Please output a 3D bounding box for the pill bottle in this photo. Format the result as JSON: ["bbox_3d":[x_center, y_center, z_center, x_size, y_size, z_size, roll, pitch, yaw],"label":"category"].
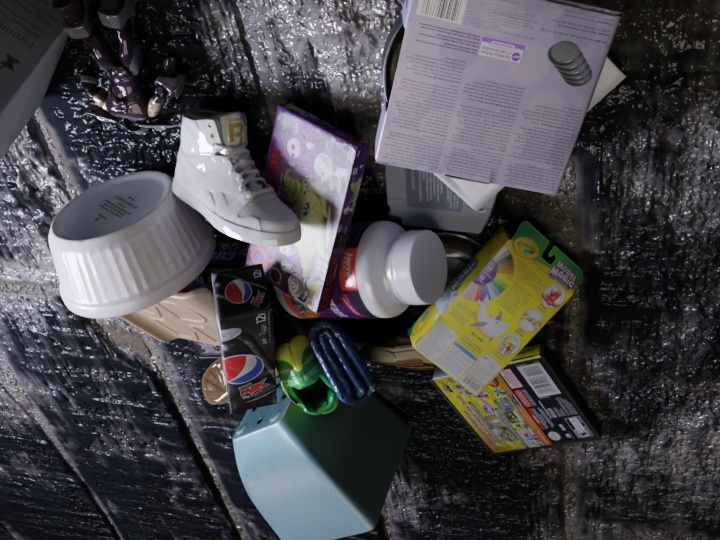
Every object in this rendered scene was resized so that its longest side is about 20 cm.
[{"bbox_3d":[0.000,0.000,1.068,0.197,0.113,0.112,-3,136,37],"label":"pill bottle"}]

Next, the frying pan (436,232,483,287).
[{"bbox_3d":[0.078,0.004,1.136,0.186,0.031,0.116,-6,132,21],"label":"frying pan"}]

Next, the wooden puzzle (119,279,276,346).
[{"bbox_3d":[-0.227,0.050,1.165,0.196,0.047,0.185,2,156,31],"label":"wooden puzzle"}]

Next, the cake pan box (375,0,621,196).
[{"bbox_3d":[0.116,-0.174,0.831,0.195,0.053,0.188,9,122,-5],"label":"cake pan box"}]

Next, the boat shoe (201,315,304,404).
[{"bbox_3d":[-0.139,0.122,1.246,0.199,0.073,0.064,-34,155,33],"label":"boat shoe"}]

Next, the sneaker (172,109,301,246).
[{"bbox_3d":[-0.138,-0.111,0.993,0.198,0.073,0.118,29,122,32],"label":"sneaker"}]

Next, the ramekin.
[{"bbox_3d":[-0.284,-0.040,1.093,0.198,0.204,0.096,-3,125,22],"label":"ramekin"}]

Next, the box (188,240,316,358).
[{"bbox_3d":[-0.173,0.043,1.248,0.195,0.050,0.201,-1,135,21],"label":"box"}]

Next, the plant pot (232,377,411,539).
[{"bbox_3d":[-0.076,0.264,1.352,0.194,0.197,0.200,-26,115,39],"label":"plant pot"}]

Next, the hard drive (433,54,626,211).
[{"bbox_3d":[0.141,-0.166,0.882,0.131,0.027,0.200,37,118,-21],"label":"hard drive"}]

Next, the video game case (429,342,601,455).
[{"bbox_3d":[0.222,0.189,1.284,0.178,0.026,0.201,-16,129,32],"label":"video game case"}]

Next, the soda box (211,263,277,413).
[{"bbox_3d":[-0.138,0.087,1.082,0.062,0.072,0.202,-9,141,-11],"label":"soda box"}]

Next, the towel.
[{"bbox_3d":[-0.021,0.118,1.170,0.048,0.113,0.200,-30,172,-1],"label":"towel"}]

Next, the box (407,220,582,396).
[{"bbox_3d":[0.162,0.040,1.078,0.117,0.049,0.200,37,107,-21],"label":"box"}]

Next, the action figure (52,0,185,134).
[{"bbox_3d":[-0.258,-0.225,0.978,0.127,0.071,0.202,1,140,8],"label":"action figure"}]

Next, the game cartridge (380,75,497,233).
[{"bbox_3d":[0.090,-0.127,0.981,0.130,0.041,0.203,10,138,14],"label":"game cartridge"}]

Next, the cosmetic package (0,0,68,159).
[{"bbox_3d":[-0.430,-0.212,0.947,0.165,0.203,0.166,30,138,-16],"label":"cosmetic package"}]

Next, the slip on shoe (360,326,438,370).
[{"bbox_3d":[0.081,0.099,1.215,0.075,0.062,0.198,16,166,-39],"label":"slip on shoe"}]

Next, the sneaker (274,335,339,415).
[{"bbox_3d":[-0.068,0.158,1.185,0.073,0.085,0.201,-26,152,0],"label":"sneaker"}]

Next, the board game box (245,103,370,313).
[{"bbox_3d":[-0.063,-0.068,1.009,0.119,0.032,0.204,32,120,32],"label":"board game box"}]
